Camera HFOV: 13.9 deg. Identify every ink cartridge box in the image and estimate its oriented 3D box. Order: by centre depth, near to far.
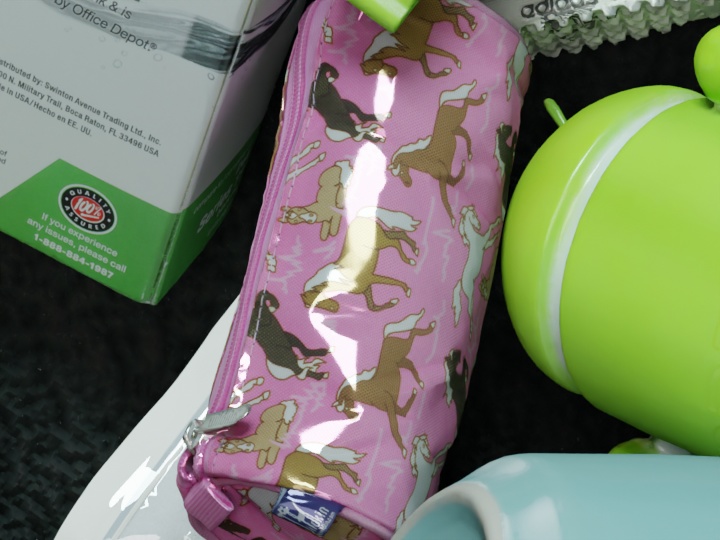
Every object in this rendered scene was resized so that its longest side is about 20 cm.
[{"bbox_3d":[-0.093,-0.111,1.025,0.146,0.083,0.200,28,126,7],"label":"ink cartridge box"}]

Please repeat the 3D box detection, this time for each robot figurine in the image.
[{"bbox_3d":[0.131,0.007,0.999,0.200,0.115,0.176,24,113,39],"label":"robot figurine"}]

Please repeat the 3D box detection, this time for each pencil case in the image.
[{"bbox_3d":[0.000,0.000,0.993,0.082,0.087,0.201,7,70,23],"label":"pencil case"}]

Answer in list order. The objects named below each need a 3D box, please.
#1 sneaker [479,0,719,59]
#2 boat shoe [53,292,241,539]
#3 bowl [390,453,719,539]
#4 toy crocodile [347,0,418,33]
[{"bbox_3d":[0.125,-0.141,1.040,0.199,0.070,0.100,-10,81,6],"label":"sneaker"},{"bbox_3d":[-0.030,0.052,1.045,0.068,0.072,0.200,35,67,9],"label":"boat shoe"},{"bbox_3d":[0.057,0.137,0.901,0.105,0.201,0.201,21,96,-19],"label":"bowl"},{"bbox_3d":[0.046,-0.160,0.997,0.067,0.062,0.200,31,65,-2],"label":"toy crocodile"}]
